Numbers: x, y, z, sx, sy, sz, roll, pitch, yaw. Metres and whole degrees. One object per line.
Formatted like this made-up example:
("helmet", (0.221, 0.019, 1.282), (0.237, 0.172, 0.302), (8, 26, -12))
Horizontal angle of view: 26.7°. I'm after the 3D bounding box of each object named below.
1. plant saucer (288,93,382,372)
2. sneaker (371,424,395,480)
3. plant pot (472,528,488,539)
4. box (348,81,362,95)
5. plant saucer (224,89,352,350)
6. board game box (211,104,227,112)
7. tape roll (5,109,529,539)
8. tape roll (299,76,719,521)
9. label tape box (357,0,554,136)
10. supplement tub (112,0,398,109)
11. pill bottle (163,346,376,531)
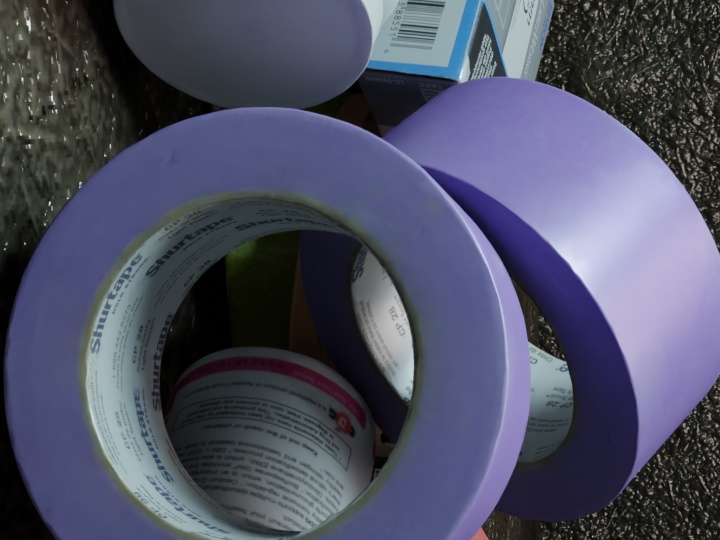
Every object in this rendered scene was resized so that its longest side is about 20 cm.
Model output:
("plant saucer", (0.000, 0.000, 0.879), (0.200, 0.032, 0.202), (9, 90, -79))
("sneaker", (0.024, 0.119, 0.854), (0.201, 0.073, 0.089), (-87, -175, -54))
("plant pot", (0.019, 0.226, 0.958), (0.201, 0.199, 0.178), (-73, 150, -53))
("box", (-0.005, -0.209, 0.952), (0.160, 0.049, 0.201), (44, -33, 53))
("plant saucer", (-0.027, 0.006, 0.949), (0.201, 0.047, 0.201), (-68, 163, -49))
("board game box", (-0.056, -0.075, 0.959), (0.200, 0.030, 0.096), (-28, 118, -74))
("tape roll", (-0.034, 0.042, 0.612), (0.085, 0.198, 0.202), (31, 60, -77))
("tape roll", (0.071, 0.015, 0.731), (0.085, 0.199, 0.201), (-39, 136, -34))
("label tape box", (0.062, -0.115, 0.855), (0.200, 0.063, 0.145), (62, 40, -60))
("supplement tub", (-0.041, -0.193, 0.742), (0.145, 0.143, 0.201), (73, 21, -54))
("pill bottle", (-0.061, 0.143, 0.728), (0.201, 0.112, 0.114), (-77, 162, -47))
